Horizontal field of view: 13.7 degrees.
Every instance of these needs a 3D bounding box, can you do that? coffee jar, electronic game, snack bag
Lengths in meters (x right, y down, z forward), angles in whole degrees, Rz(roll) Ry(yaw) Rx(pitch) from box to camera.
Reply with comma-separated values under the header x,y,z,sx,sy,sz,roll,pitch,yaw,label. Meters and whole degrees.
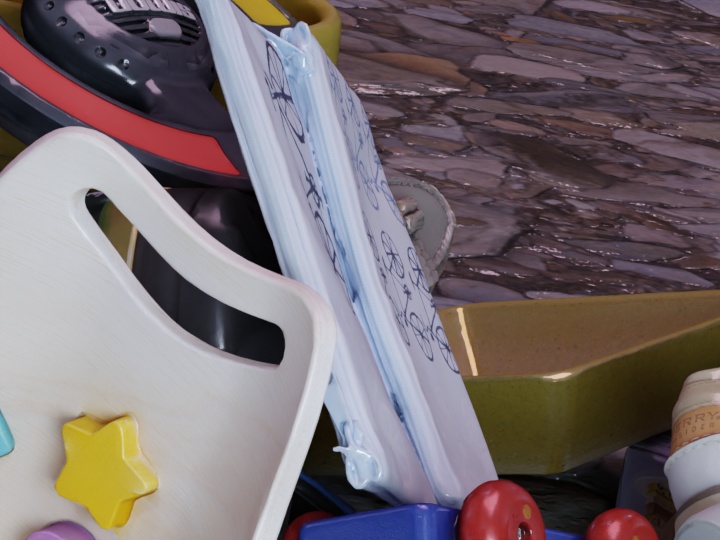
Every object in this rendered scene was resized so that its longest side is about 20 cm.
x,y,z,sx,sy,sz,roll,pitch,yaw,label
-0.116,0.016,1.073,0.199,0.086,0.104,0,-12,21,coffee jar
-0.091,-0.090,1.143,0.199,0.042,0.200,25,27,-14,electronic game
0.000,0.000,1.018,0.021,0.190,0.200,-21,-18,9,snack bag

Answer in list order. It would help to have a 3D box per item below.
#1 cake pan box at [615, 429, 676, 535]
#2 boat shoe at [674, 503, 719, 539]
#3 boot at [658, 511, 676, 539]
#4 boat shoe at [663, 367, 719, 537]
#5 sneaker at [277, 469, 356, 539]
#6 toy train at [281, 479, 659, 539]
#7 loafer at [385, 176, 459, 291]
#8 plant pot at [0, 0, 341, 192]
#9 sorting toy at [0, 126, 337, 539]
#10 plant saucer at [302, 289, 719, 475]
x,y,z,sx,sy,sz,roll,pitch,yaw,label
0.235,0.104,1.296,0.199,0.053,0.184,16,19,25,cake pan box
0.179,0.147,0.944,0.064,0.071,0.200,-29,68,-31,boat shoe
0.139,0.122,1.081,0.074,0.098,0.200,6,15,-10,boot
0.193,0.079,1.047,0.199,0.069,0.075,15,-34,-32,boat shoe
-0.024,0.118,1.009,0.199,0.071,0.083,27,28,5,sneaker
0.059,0.138,0.957,0.084,0.117,0.200,-12,-18,34,toy train
-0.013,-0.001,1.261,0.072,0.063,0.200,54,39,8,loafer
-0.120,-0.038,1.332,0.199,0.190,0.201,8,16,-2,plant pot
-0.087,0.059,0.937,0.200,0.181,0.107,37,20,25,sorting toy
0.065,0.050,1.298,0.199,0.049,0.199,-3,7,39,plant saucer
